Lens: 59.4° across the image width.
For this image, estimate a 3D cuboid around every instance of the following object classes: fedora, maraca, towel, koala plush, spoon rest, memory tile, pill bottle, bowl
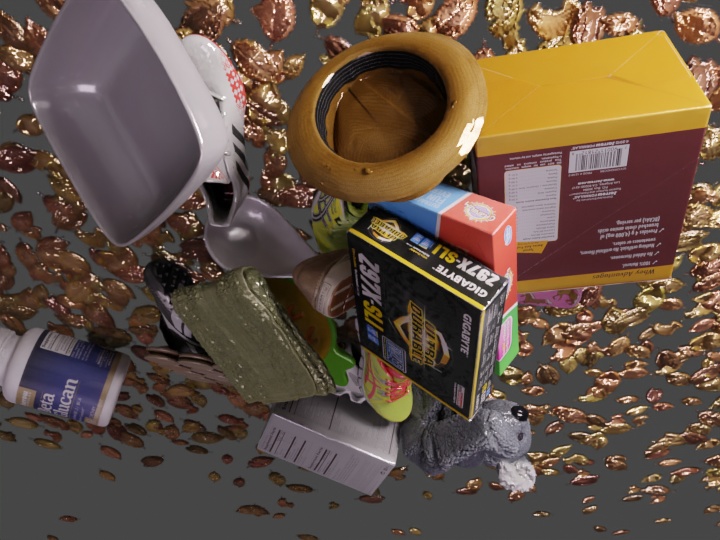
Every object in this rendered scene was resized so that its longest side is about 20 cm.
[{"bbox_3d":[0.027,-0.127,0.579,0.196,0.204,0.082,-12,146,15],"label":"fedora"},{"bbox_3d":[-0.089,0.085,0.839,0.135,0.108,0.202,-22,113,29],"label":"maraca"},{"bbox_3d":[-0.128,0.086,0.759,0.146,0.037,0.202,-15,121,33],"label":"towel"},{"bbox_3d":[0.178,0.234,0.941,0.197,0.180,0.184,23,126,-33],"label":"koala plush"},{"bbox_3d":[-0.093,-0.016,0.752,0.198,0.101,0.060,32,154,-17],"label":"spoon rest"},{"bbox_3d":[-0.213,0.146,0.919,0.149,0.017,0.200,6,162,9],"label":"memory tile"},{"bbox_3d":[-0.455,0.152,0.935,0.196,0.113,0.112,20,133,-16],"label":"pill bottle"},{"bbox_3d":[-0.213,-0.148,0.600,0.199,0.074,0.202,-31,91,40],"label":"bowl"}]

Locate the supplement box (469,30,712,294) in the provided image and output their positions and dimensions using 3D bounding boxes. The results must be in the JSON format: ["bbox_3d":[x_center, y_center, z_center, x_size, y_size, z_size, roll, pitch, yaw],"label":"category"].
[{"bbox_3d":[0.209,-0.098,0.632,0.192,0.135,0.202,-6,135,9],"label":"supplement box"}]

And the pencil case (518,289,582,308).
[{"bbox_3d":[0.171,0.004,0.775,0.195,0.087,0.085,2,105,1],"label":"pencil case"}]

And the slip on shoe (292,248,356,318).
[{"bbox_3d":[0.000,0.000,0.734,0.060,0.199,0.078,28,120,26],"label":"slip on shoe"}]

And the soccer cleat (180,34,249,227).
[{"bbox_3d":[-0.152,-0.136,0.650,0.067,0.086,0.203,2,135,2],"label":"soccer cleat"}]

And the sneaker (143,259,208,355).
[{"bbox_3d":[-0.249,0.069,0.873,0.089,0.067,0.201,-17,134,16],"label":"sneaker"}]

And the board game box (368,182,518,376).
[{"bbox_3d":[0.087,0.002,0.650,0.151,0.040,0.203,26,146,35],"label":"board game box"}]

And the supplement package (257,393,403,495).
[{"bbox_3d":[-0.044,0.242,0.980,0.196,0.115,0.110,24,133,-4],"label":"supplement package"}]

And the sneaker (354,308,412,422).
[{"bbox_3d":[0.042,0.138,0.867,0.077,0.090,0.204,-24,120,-18],"label":"sneaker"}]

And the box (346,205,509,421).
[{"bbox_3d":[0.065,0.048,0.649,0.158,0.049,0.202,33,150,28],"label":"box"}]

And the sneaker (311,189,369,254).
[{"bbox_3d":[-0.017,-0.072,0.712,0.074,0.078,0.202,8,137,-7],"label":"sneaker"}]

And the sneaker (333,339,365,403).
[{"bbox_3d":[-0.051,0.130,0.928,0.195,0.075,0.090,12,123,-15],"label":"sneaker"}]
